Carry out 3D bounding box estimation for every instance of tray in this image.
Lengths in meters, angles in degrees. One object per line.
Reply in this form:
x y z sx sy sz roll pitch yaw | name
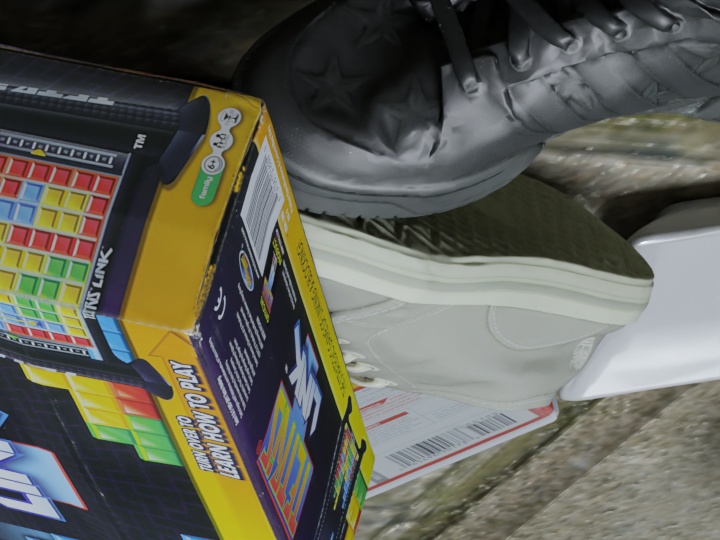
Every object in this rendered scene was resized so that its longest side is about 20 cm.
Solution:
0.161 -0.004 0.837 0.199 0.022 0.107 -8 153 -12 | tray

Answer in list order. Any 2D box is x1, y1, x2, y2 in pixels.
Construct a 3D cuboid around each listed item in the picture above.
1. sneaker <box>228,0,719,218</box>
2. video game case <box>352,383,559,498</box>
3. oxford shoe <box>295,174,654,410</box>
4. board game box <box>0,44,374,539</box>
0.070 -0.072 0.617 0.199 0.060 0.104 -11 153 -14 | sneaker
-0.045 0.038 0.826 0.143 0.017 0.200 -24 153 21 | video game case
0.000 0.000 0.700 0.200 0.075 0.058 14 117 -50 | oxford shoe
-0.091 0.014 0.634 0.165 0.057 0.200 10 157 12 | board game box
